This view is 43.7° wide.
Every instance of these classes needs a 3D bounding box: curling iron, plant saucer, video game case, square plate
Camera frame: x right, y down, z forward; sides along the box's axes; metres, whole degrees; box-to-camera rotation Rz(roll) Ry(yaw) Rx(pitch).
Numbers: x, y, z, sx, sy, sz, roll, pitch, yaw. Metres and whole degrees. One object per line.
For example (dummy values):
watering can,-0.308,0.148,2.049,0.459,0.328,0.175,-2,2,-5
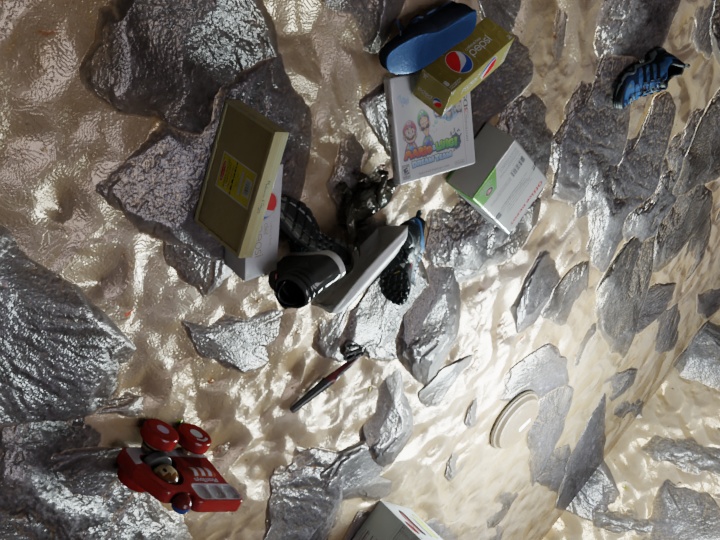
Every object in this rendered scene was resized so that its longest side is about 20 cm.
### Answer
curling iron,-0.069,0.217,1.830,0.200,0.026,0.050,-43,122,-7
plant saucer,0.451,0.437,2.596,0.199,0.029,0.201,-30,138,-31
video game case,0.126,-0.262,1.593,0.199,0.024,0.184,-20,111,-38
square plate,0.000,0.000,1.606,0.028,0.198,0.200,44,82,-11

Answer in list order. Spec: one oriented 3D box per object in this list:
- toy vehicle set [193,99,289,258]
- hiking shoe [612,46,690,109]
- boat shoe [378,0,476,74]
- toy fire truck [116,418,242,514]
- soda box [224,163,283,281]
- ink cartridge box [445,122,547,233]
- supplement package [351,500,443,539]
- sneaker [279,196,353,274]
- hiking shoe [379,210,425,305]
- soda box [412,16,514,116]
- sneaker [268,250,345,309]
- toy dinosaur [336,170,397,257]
toy vehicle set,-0.179,-0.135,1.322,0.026,0.124,0.202,-5,123,-46
hiking shoe,0.657,-0.434,2.049,0.200,0.087,0.075,-43,143,-14
boat shoe,0.103,-0.384,1.486,0.199,0.069,0.085,-29,147,-29
toy fire truck,-0.311,0.351,1.541,0.199,0.168,0.113,21,103,-54
soda box,-0.171,-0.087,1.423,0.068,0.064,0.202,-22,134,-36
ink cartridge box,0.282,-0.185,1.836,0.146,0.084,0.200,-54,144,2
supplement package,0.116,0.721,2.308,0.148,0.200,0.191,-54,145,1
sneaker,-0.096,-0.046,1.530,0.200,0.079,0.076,44,41,-35
hiking shoe,0.093,-0.016,1.761,0.087,0.074,0.201,-41,153,-38
soda box,0.180,-0.354,1.551,0.200,0.068,0.064,-44,166,-32
sneaker,-0.119,0.020,1.479,0.099,0.199,0.071,-36,104,-36
toy dinosaur,0.015,-0.129,1.608,0.200,0.077,0.102,-50,158,-13
